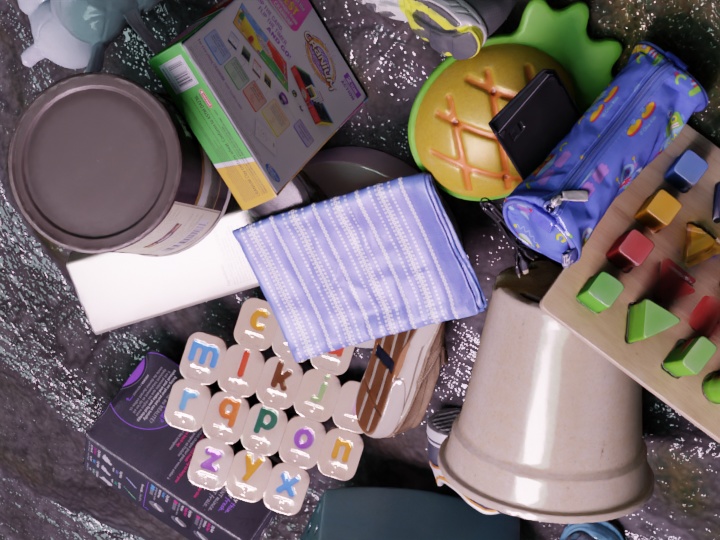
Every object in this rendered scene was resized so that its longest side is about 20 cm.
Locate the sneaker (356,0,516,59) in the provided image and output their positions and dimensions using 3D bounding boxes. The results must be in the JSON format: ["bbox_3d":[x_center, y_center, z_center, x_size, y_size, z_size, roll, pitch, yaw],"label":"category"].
[{"bbox_3d":[0.050,-0.255,1.560,0.200,0.085,0.075,42,155,24],"label":"sneaker"}]

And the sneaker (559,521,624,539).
[{"bbox_3d":[0.197,0.337,1.821,0.079,0.096,0.201,21,125,14],"label":"sneaker"}]

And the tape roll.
[{"bbox_3d":[0.001,-0.020,1.742,0.202,0.037,0.204,12,122,19],"label":"tape roll"}]

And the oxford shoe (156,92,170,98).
[{"bbox_3d":[-0.170,-0.086,1.778,0.084,0.073,0.201,24,135,44],"label":"oxford shoe"}]

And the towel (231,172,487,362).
[{"bbox_3d":[0.000,0.000,1.629,0.199,0.024,0.145,-16,113,23],"label":"towel"}]

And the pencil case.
[{"bbox_3d":[0.200,-0.096,1.498,0.078,0.200,0.087,39,167,8],"label":"pencil case"}]

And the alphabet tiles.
[{"bbox_3d":[-0.088,0.134,1.817,0.199,0.015,0.197,18,93,-1],"label":"alphabet tiles"}]

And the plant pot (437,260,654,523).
[{"bbox_3d":[0.178,0.098,1.645,0.199,0.200,0.184,13,112,19],"label":"plant pot"}]

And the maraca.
[{"bbox_3d":[0.131,-0.144,1.565,0.200,0.107,0.137,-41,112,14],"label":"maraca"}]

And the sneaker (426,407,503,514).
[{"bbox_3d":[0.157,0.194,1.769,0.199,0.078,0.080,14,120,32],"label":"sneaker"}]

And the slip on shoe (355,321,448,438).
[{"bbox_3d":[0.054,0.070,1.714,0.076,0.060,0.201,51,131,50],"label":"slip on shoe"}]

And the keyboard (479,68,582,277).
[{"bbox_3d":[0.152,-0.071,1.546,0.021,0.127,0.200,34,169,41],"label":"keyboard"}]

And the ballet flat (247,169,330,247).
[{"bbox_3d":[-0.045,-0.047,1.664,0.066,0.057,0.200,-34,112,27],"label":"ballet flat"}]

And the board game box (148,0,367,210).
[{"bbox_3d":[-0.084,-0.165,1.593,0.040,0.200,0.153,-22,107,35],"label":"board game box"}]

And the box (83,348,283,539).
[{"bbox_3d":[-0.171,0.195,1.884,0.200,0.122,0.106,33,154,6],"label":"box"}]

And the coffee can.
[{"bbox_3d":[-0.201,-0.086,1.579,0.145,0.200,0.147,0,89,8],"label":"coffee can"}]

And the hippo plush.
[{"bbox_3d":[-0.235,-0.254,1.675,0.201,0.159,0.161,66,157,5],"label":"hippo plush"}]

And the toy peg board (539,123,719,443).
[{"bbox_3d":[0.288,0.006,1.510,0.200,0.098,0.200,37,86,1],"label":"toy peg board"}]

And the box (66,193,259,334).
[{"bbox_3d":[-0.168,-0.012,1.720,0.199,0.068,0.083,-15,112,8],"label":"box"}]

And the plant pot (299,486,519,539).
[{"bbox_3d":[0.040,0.302,1.811,0.199,0.142,0.142,19,127,-10],"label":"plant pot"}]
